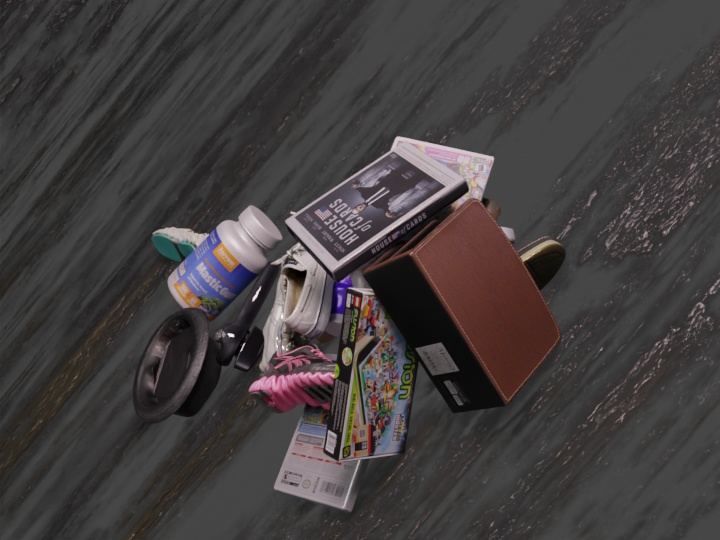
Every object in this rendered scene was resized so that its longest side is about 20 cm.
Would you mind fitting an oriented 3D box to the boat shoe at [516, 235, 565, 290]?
[{"bbox_3d":[0.164,0.019,1.025,0.200,0.071,0.067,-43,43,19],"label":"boat shoe"}]

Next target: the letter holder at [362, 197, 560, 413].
[{"bbox_3d":[0.124,0.038,0.951,0.142,0.202,0.100,-39,10,-34],"label":"letter holder"}]

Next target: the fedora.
[{"bbox_3d":[-0.290,0.167,1.356,0.198,0.091,0.204,-25,48,31],"label":"fedora"}]

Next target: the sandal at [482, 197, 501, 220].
[{"bbox_3d":[0.120,-0.087,1.153,0.082,0.054,0.199,-52,24,-8],"label":"sandal"}]

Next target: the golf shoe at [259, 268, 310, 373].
[{"bbox_3d":[-0.122,0.069,1.281,0.096,0.078,0.203,-26,43,38],"label":"golf shoe"}]

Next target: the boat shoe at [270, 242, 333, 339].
[{"bbox_3d":[-0.087,-0.004,1.189,0.074,0.085,0.205,-32,43,45],"label":"boat shoe"}]

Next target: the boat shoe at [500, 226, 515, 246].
[{"bbox_3d":[0.125,0.001,1.096,0.198,0.071,0.063,-26,67,37],"label":"boat shoe"}]

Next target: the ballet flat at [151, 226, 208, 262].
[{"bbox_3d":[-0.342,-0.052,1.621,0.198,0.072,0.073,14,71,48],"label":"ballet flat"}]

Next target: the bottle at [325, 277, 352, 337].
[{"bbox_3d":[-0.014,0.000,1.227,0.082,0.065,0.203,-13,52,37],"label":"bottle"}]

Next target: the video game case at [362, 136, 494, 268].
[{"bbox_3d":[0.081,-0.079,1.062,0.140,0.018,0.203,14,64,16],"label":"video game case"}]

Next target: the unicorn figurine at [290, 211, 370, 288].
[{"bbox_3d":[0.000,0.000,1.115,0.073,0.137,0.203,-30,76,11],"label":"unicorn figurine"}]

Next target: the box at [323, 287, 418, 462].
[{"bbox_3d":[0.019,0.125,0.992,0.034,0.108,0.205,16,100,50],"label":"box"}]

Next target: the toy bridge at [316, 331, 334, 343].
[{"bbox_3d":[-0.069,0.012,1.273,0.027,0.067,0.203,-26,45,28],"label":"toy bridge"}]

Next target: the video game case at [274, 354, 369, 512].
[{"bbox_3d":[-0.031,0.212,1.102,0.142,0.018,0.203,-1,60,46],"label":"video game case"}]

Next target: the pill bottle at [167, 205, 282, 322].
[{"bbox_3d":[-0.233,-0.015,1.425,0.200,0.112,0.113,-44,38,11],"label":"pill bottle"}]

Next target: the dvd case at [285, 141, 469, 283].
[{"bbox_3d":[0.017,-0.079,1.018,0.198,0.025,0.150,-34,38,-10],"label":"dvd case"}]

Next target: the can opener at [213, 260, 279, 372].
[{"bbox_3d":[-0.183,0.073,1.355,0.063,0.078,0.203,-38,27,53],"label":"can opener"}]

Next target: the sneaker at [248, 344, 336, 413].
[{"bbox_3d":[-0.067,0.137,1.122,0.197,0.079,0.096,-10,42,39],"label":"sneaker"}]
